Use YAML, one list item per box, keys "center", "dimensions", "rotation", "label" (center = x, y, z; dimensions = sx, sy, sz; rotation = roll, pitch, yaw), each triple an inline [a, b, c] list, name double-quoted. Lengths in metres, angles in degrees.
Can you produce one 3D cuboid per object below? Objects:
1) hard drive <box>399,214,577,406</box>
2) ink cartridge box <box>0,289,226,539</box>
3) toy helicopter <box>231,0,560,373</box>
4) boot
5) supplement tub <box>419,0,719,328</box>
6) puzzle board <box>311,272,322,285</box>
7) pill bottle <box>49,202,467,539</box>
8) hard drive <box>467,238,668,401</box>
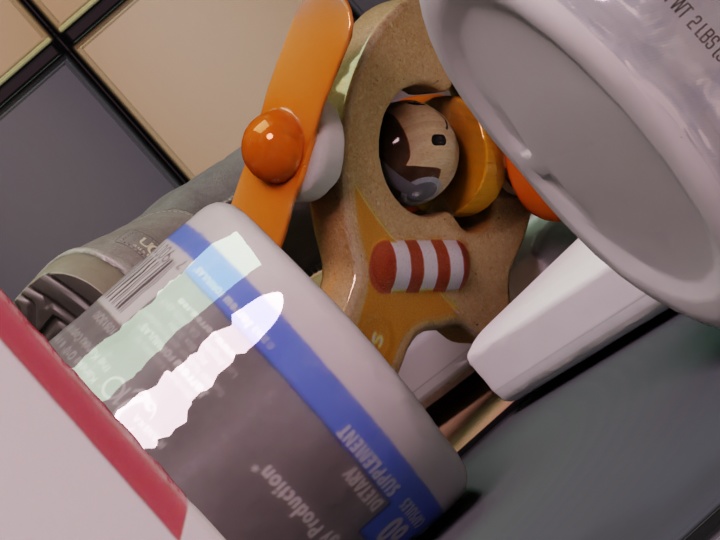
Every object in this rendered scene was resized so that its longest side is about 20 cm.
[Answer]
- center: [0.044, 0.015, 1.062]
  dimensions: [0.200, 0.026, 0.132]
  rotation: [-40, 2, 44]
  label: "hard drive"
- center: [-0.092, 0.087, 0.460]
  dimensions: [0.083, 0.145, 0.200]
  rotation: [-43, 2, -32]
  label: "ink cartridge box"
- center: [0.000, 0.000, 0.883]
  dimensions: [0.079, 0.132, 0.200]
  rotation: [-1, 61, 42]
  label: "toy helicopter"
- center: [-0.067, 0.009, 0.976]
  dimensions: [0.182, 0.073, 0.200]
  rotation: [-41, 4, 40]
  label: "boot"
- center: [0.121, -0.091, 0.635]
  dimensions: [0.200, 0.123, 0.123]
  rotation: [-42, 2, -12]
  label: "supplement tub"
- center: [-0.043, 0.032, 1.097]
  dimensions: [0.151, 0.017, 0.200]
  rotation: [-27, 5, 17]
  label: "puzzle board"
- center: [-0.078, 0.085, 0.777]
  dimensions: [0.200, 0.114, 0.114]
  rotation: [-42, 2, -5]
  label: "pill bottle"
- center: [0.121, -0.034, 0.821]
  dimensions: [0.132, 0.026, 0.200]
  rotation: [-42, 2, -30]
  label: "hard drive"
